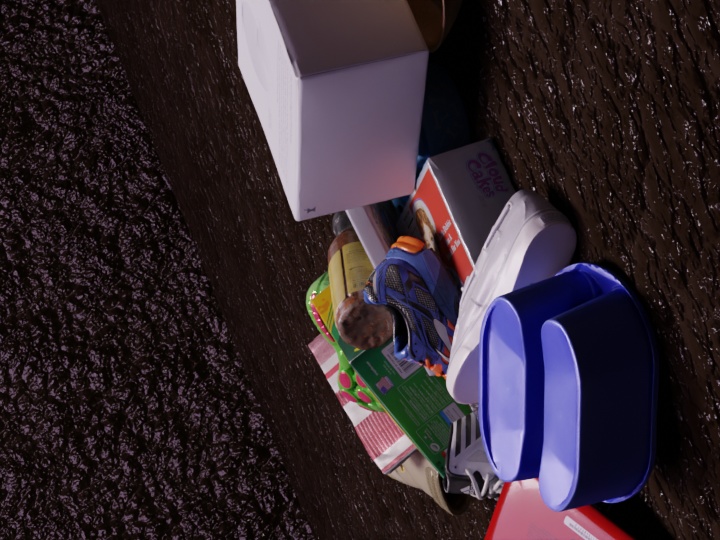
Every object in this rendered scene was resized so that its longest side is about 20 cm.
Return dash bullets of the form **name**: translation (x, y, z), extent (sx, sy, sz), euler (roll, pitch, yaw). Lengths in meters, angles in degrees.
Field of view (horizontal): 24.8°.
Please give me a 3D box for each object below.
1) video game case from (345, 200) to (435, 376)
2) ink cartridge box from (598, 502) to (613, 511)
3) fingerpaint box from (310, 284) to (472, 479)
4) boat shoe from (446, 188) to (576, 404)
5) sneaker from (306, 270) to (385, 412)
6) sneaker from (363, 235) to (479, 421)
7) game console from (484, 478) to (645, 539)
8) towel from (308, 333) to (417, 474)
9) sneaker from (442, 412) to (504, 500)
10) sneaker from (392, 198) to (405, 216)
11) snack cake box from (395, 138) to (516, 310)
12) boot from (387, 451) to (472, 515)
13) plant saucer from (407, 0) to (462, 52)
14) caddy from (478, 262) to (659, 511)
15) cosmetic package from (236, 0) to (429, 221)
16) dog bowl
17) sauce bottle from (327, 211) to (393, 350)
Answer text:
- **video game case**: translation (0.036, -0.013, 1.620), extent (0.201, 0.023, 0.182), euler (63, -170, -13)
- **ink cartridge box**: translation (0.175, 0.120, 1.476), extent (0.200, 0.043, 0.199), euler (102, 145, -61)
- **fingerpaint box**: translation (0.047, 0.110, 1.715), extent (0.200, 0.073, 0.167), euler (52, -179, -27)
- **boat shoe**: translation (0.116, 0.022, 1.392), extent (0.069, 0.072, 0.201), euler (57, 140, 44)
- **sneaker**: translation (0.006, 0.078, 1.837), extent (0.076, 0.084, 0.201), euler (5, 130, 32)
- **sneaker**: translation (0.069, 0.067, 1.500), extent (0.200, 0.078, 0.075), euler (56, 165, -11)
- **game console**: translation (0.218, 0.276, 1.471), extent (0.200, 0.118, 0.173), euler (35, 119, 37)
- **towel**: translation (0.034, 0.120, 1.917), extent (0.023, 0.144, 0.200), euler (18, -145, -54)
- **sneaker**: translation (0.147, 0.221, 1.599), extent (0.076, 0.115, 0.201), euler (86, 159, -52)
- **sneaker**: translation (0.011, -0.077, 1.809), extent (0.200, 0.073, 0.082), euler (167, 83, -77)
- **snack cake box**: translation (0.096, -0.032, 1.528), extent (0.200, 0.067, 0.115), euler (116, 134, -73)
- **boot**: translation (0.079, 0.176, 1.932), extent (0.155, 0.072, 0.201), euler (27, 122, 59)
- **plant saucer**: translation (0.045, -0.289, 1.409), extent (0.200, 0.035, 0.201), euler (160, 90, -78)
- **caddy**: translation (0.173, 0.095, 1.309), extent (0.141, 0.105, 0.201), euler (27, 123, 53)
- **cosmetic package**: translation (-0.029, -0.190, 1.465), extent (0.200, 0.122, 0.201), euler (94, 160, -56)
- **dog bowl**: translation (0.056, -0.136, 1.577), extent (0.200, 0.049, 0.112), euler (132, 117, -76)
- **sauce bottle**: translation (0.000, 0.000, 1.644), extent (0.200, 0.066, 0.066), euler (-96, -6, -56)
